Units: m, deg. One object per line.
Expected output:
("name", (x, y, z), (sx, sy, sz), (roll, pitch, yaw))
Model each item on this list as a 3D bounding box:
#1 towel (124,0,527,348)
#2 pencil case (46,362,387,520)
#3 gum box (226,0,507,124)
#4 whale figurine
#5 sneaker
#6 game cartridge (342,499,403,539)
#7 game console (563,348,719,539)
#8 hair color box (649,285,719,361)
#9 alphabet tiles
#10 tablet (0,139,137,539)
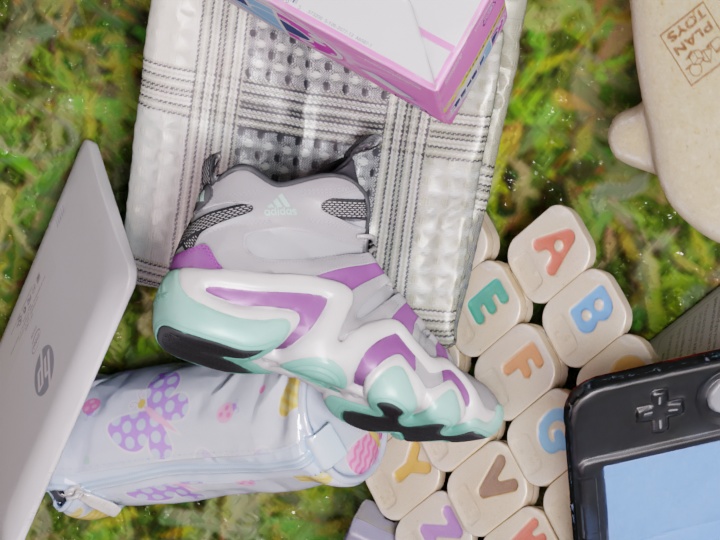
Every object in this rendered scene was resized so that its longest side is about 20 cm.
("towel", (-0.023, -0.070, 1.390), (0.191, 0.035, 0.201), (12, 103, 8))
("pencil case", (-0.082, 0.087, 1.455), (0.199, 0.091, 0.084), (-11, 103, 32))
("gum box", (-0.030, -0.153, 1.308), (0.199, 0.114, 0.066), (29, 88, 6))
("whale figurine", (0.190, -0.106, 1.325), (0.159, 0.104, 0.201), (-40, 77, 28))
("sneaker", (0.000, 0.000, 1.357), (0.199, 0.141, 0.078), (24, 160, -28))
("game cartridge", (0.072, 0.209, 1.504), (0.199, 0.038, 0.130), (25, 141, 1))
("game console", (0.200, 0.148, 1.305), (0.171, 0.119, 0.201), (-12, 119, -9))
("hair color box", (0.219, 0.034, 1.370), (0.060, 0.100, 0.200), (43, 118, -11))
("alphabet tiles", (0.067, 0.067, 1.405), (0.195, 0.015, 0.201), (-41, 64, 31))
("tablet", (-0.171, 0.042, 1.460), (0.014, 0.130, 0.201), (10, 123, -25))
